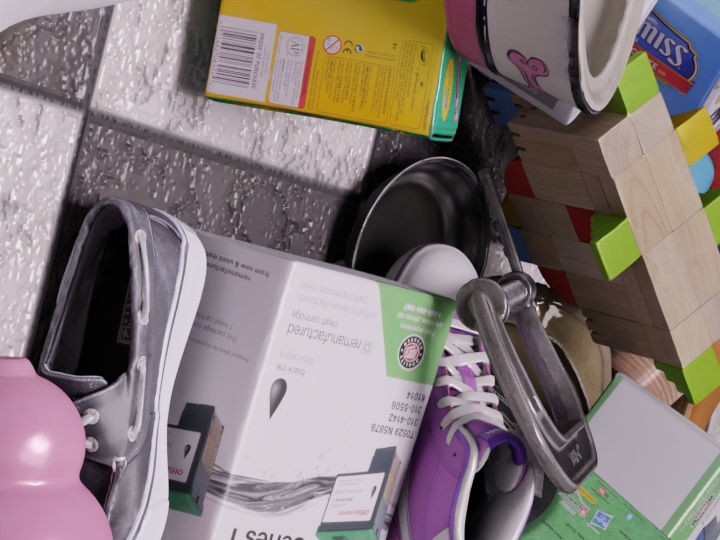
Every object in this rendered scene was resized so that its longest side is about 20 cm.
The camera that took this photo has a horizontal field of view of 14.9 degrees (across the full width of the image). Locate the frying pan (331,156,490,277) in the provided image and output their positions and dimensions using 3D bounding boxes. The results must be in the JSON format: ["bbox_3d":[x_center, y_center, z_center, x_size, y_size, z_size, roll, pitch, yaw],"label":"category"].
[{"bbox_3d":[0.005,0.013,1.520,0.190,0.031,0.115,-41,131,-30],"label":"frying pan"}]

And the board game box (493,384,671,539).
[{"bbox_3d":[0.079,0.135,1.510,0.105,0.200,0.023,-42,163,-18],"label":"board game box"}]

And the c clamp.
[{"bbox_3d":[0.083,0.037,1.464,0.200,0.027,0.171,-45,112,-79],"label":"c clamp"}]

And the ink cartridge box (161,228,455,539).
[{"bbox_3d":[-0.048,0.092,1.400,0.146,0.084,0.200,13,93,-52],"label":"ink cartridge box"}]

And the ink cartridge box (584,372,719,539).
[{"bbox_3d":[0.145,0.164,1.618,0.145,0.087,0.200,-52,164,-11],"label":"ink cartridge box"}]

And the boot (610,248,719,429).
[{"bbox_3d":[0.230,0.054,1.761,0.155,0.074,0.200,-42,158,-11],"label":"boot"}]

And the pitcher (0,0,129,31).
[{"bbox_3d":[-0.137,-0.185,1.178,0.200,0.121,0.172,-37,115,-30],"label":"pitcher"}]

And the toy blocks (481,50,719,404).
[{"bbox_3d":[0.129,-0.032,1.549,0.100,0.137,0.200,-37,119,-26],"label":"toy blocks"}]

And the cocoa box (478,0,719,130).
[{"bbox_3d":[0.188,-0.167,1.602,0.200,0.133,0.131,-42,166,-42],"label":"cocoa box"}]

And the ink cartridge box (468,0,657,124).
[{"bbox_3d":[0.095,-0.194,1.471,0.200,0.160,0.047,-54,174,-30],"label":"ink cartridge box"}]

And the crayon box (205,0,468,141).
[{"bbox_3d":[0.002,-0.172,1.362,0.058,0.119,0.200,-8,108,-76],"label":"crayon box"}]

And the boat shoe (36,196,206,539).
[{"bbox_3d":[-0.126,0.064,1.304,0.068,0.072,0.200,26,76,-58],"label":"boat shoe"}]

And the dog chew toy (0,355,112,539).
[{"bbox_3d":[-0.164,0.139,1.236,0.124,0.124,0.200,0,92,-56],"label":"dog chew toy"}]

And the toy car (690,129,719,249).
[{"bbox_3d":[0.297,-0.080,1.772,0.184,0.200,0.177,-59,143,-25],"label":"toy car"}]

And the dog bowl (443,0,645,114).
[{"bbox_3d":[0.096,-0.179,1.332,0.200,0.074,0.200,11,90,-76],"label":"dog bowl"}]

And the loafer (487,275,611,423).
[{"bbox_3d":[0.113,0.078,1.663,0.067,0.076,0.200,-65,145,-29],"label":"loafer"}]

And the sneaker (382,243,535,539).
[{"bbox_3d":[0.058,0.073,1.457,0.073,0.114,0.201,12,70,-27],"label":"sneaker"}]
